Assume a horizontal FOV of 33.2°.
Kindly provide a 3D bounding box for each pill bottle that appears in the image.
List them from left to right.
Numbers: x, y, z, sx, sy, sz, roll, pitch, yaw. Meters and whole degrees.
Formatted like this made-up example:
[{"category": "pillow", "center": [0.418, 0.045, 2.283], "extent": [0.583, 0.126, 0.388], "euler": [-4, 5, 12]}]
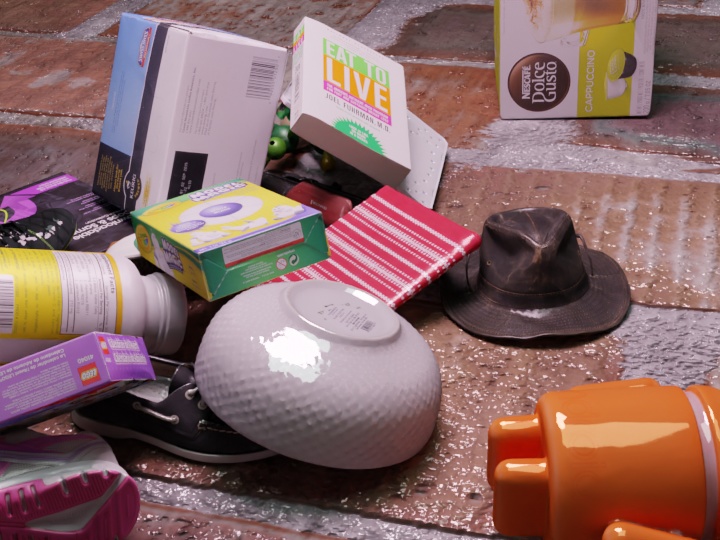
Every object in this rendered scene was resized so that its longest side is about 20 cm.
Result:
[{"category": "pill bottle", "center": [-0.254, 0.035, 1.026], "extent": [0.200, 0.104, 0.104], "euler": [3, 22, -31]}]

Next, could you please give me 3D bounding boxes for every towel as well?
[{"category": "towel", "center": [0.000, 0.000, 1.135], "extent": [0.200, 0.023, 0.145], "euler": [-36, 41, -20]}]

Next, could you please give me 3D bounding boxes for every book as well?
[{"category": "book", "center": [-0.014, -0.184, 1.302], "extent": [0.133, 0.048, 0.200], "euler": [27, 34, -23]}]

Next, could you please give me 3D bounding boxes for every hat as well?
[{"category": "hat", "center": [0.165, -0.014, 1.138], "extent": [0.200, 0.081, 0.201], "euler": [-1, 29, 0]}]

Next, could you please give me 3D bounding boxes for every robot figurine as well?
[{"category": "robot figurine", "center": [0.188, 0.138, 0.821], "extent": [0.199, 0.117, 0.144], "euler": [-3, 1, 0]}]

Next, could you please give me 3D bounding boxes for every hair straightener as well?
[{"category": "hair straightener", "center": [-0.059, -0.082, 1.342], "extent": [0.200, 0.041, 0.077], "euler": [17, 12, 42]}]

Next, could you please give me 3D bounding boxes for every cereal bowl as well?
[{"category": "cereal bowl", "center": [-0.026, 0.064, 0.947], "extent": [0.200, 0.083, 0.200], "euler": [15, 22, -6]}]

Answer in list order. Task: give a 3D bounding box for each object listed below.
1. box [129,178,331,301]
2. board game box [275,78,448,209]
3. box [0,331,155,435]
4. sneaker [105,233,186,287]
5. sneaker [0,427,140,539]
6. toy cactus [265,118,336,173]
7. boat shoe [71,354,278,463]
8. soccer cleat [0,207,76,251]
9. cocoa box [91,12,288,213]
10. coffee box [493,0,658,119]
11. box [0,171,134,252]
[{"category": "box", "center": [-0.122, -0.034, 1.058], "extent": [0.117, 0.048, 0.200], "euler": [-20, 20, -24]}, {"category": "board game box", "center": [0.006, -0.160, 1.362], "extent": [0.200, 0.026, 0.200], "euler": [36, 28, -10]}, {"category": "box", "center": [-0.261, 0.097, 0.881], "extent": [0.200, 0.039, 0.137], "euler": [-20, -5, 1]}, {"category": "sneaker", "center": [-0.156, -0.024, 1.189], "extent": [0.199, 0.073, 0.085], "euler": [-6, 26, -9]}, {"category": "sneaker", "center": [-0.261, 0.162, 0.857], "extent": [0.199, 0.082, 0.088], "euler": [-4, 23, -16]}, {"category": "toy cactus", "center": [-0.090, -0.171, 1.451], "extent": [0.199, 0.103, 0.165], "euler": [-1, 16, 14]}, {"category": "boat shoe", "center": [-0.144, 0.102, 0.966], "extent": [0.200, 0.060, 0.074], "euler": [9, 30, 21]}, {"category": "soccer cleat", "center": [-0.357, -0.013, 1.135], "extent": [0.200, 0.081, 0.067], "euler": [-36, 44, -26]}, {"category": "cocoa box", "center": [-0.183, -0.156, 1.271], "extent": [0.133, 0.200, 0.131], "euler": [1, 17, -43]}, {"category": "coffee box", "center": [0.275, -0.327, 1.587], "extent": [0.197, 0.200, 0.200], "euler": [0, 29, 5]}, {"category": "box", "center": [-0.316, -0.042, 1.274], "extent": [0.200, 0.036, 0.143], "euler": [25, 39, 37]}]
